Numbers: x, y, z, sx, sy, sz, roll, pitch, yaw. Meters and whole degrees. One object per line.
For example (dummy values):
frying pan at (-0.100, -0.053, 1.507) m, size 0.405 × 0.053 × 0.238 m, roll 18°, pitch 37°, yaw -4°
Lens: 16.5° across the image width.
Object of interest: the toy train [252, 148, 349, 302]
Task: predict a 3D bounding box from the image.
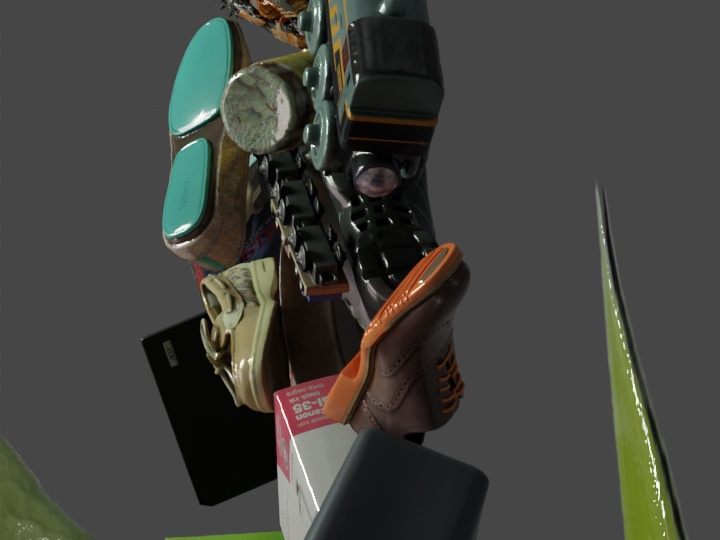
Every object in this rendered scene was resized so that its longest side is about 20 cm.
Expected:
toy train at (-0.042, -0.032, 1.662) m, size 0.200 × 0.034 × 0.046 m, roll -114°, pitch 23°, yaw -59°

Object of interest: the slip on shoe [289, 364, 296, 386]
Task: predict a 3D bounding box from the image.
slip on shoe at (-0.028, 0.038, 1.899) m, size 0.200 × 0.061 × 0.074 m, roll -69°, pitch -33°, yaw -52°

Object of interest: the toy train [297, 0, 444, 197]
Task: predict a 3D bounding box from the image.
toy train at (0.010, -0.145, 1.607) m, size 0.114 × 0.085 × 0.200 m, roll 109°, pitch 162°, yaw -48°

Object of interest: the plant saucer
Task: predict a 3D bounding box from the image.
plant saucer at (-0.005, 0.030, 1.833) m, size 0.200 × 0.034 × 0.201 m, roll -7°, pitch -90°, yaw -70°

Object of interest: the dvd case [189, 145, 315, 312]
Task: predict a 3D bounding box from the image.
dvd case at (-0.079, -0.032, 1.995) m, size 0.146 × 0.022 × 0.200 m, roll -47°, pitch -27°, yaw -21°

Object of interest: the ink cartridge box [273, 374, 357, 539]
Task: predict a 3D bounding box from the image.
ink cartridge box at (0.005, 0.190, 1.672) m, size 0.200 × 0.083 × 0.147 m, roll -112°, pitch 15°, yaw -45°

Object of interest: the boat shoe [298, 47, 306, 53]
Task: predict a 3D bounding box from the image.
boat shoe at (-0.009, -0.148, 1.914) m, size 0.070 × 0.070 × 0.201 m, roll 55°, pitch -158°, yaw -83°

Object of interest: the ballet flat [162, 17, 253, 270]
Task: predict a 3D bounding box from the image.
ballet flat at (-0.100, -0.084, 1.752) m, size 0.067 × 0.068 × 0.201 m, roll 38°, pitch -132°, yaw -39°

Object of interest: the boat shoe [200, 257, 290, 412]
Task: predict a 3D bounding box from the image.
boat shoe at (-0.085, 0.050, 1.784) m, size 0.200 × 0.062 × 0.074 m, roll -96°, pitch -1°, yaw -72°

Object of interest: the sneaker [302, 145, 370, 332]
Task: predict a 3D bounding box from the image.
sneaker at (0.000, 0.000, 1.743) m, size 0.076 × 0.092 × 0.201 m, roll 125°, pitch 140°, yaw -83°

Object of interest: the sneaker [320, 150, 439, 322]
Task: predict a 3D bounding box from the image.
sneaker at (0.014, -0.028, 1.652) m, size 0.079 × 0.075 × 0.200 m, roll 87°, pitch 177°, yaw -49°

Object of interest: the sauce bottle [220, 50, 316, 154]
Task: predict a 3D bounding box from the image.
sauce bottle at (-0.027, -0.122, 1.733) m, size 0.200 × 0.065 × 0.065 m, roll -20°, pitch -72°, yaw -63°

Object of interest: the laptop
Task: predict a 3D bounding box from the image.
laptop at (-0.075, 0.062, 2.007) m, size 0.200 × 0.103 × 0.178 m, roll -66°, pitch -32°, yaw -49°

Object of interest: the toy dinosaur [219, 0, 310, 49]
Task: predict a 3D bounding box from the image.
toy dinosaur at (-0.056, -0.197, 1.766) m, size 0.136 × 0.102 × 0.200 m, roll 41°, pitch 161°, yaw 17°

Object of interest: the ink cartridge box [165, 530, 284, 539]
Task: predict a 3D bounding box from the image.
ink cartridge box at (-0.053, 0.223, 1.943) m, size 0.148 × 0.199 × 0.076 m, roll -100°, pitch 7°, yaw -54°

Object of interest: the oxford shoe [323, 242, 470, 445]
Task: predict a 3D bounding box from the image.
oxford shoe at (0.040, 0.050, 1.520) m, size 0.071 × 0.073 × 0.200 m, roll -50°, pitch -6°, yaw -30°

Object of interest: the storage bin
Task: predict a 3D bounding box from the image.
storage bin at (0.020, 0.192, 1.463) m, size 0.200 × 0.145 × 0.135 m, roll 94°, pitch -162°, yaw -64°
